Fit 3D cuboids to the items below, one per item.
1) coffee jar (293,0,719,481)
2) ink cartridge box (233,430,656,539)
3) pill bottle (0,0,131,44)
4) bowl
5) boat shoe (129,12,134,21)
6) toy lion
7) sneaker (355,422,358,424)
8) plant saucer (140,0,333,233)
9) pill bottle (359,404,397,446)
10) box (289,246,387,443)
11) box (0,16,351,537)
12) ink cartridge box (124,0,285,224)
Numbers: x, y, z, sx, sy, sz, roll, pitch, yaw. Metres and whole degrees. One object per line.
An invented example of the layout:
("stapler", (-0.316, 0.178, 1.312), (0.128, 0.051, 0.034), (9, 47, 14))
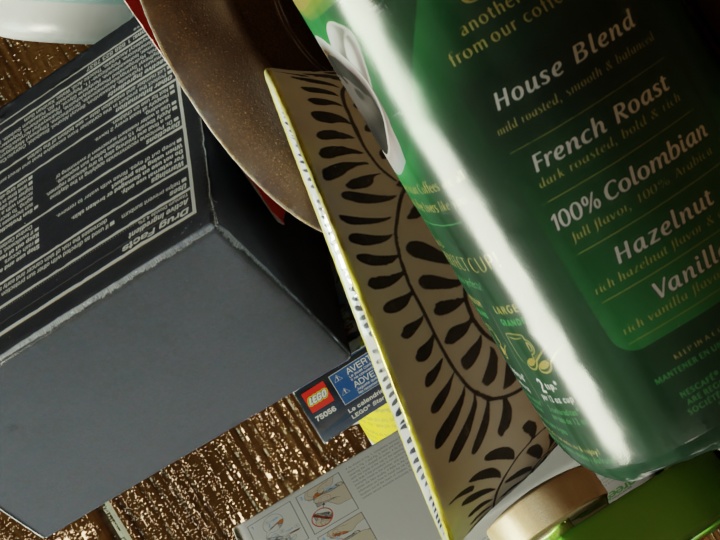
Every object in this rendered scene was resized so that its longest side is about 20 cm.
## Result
("coffee jar", (0.043, -0.051, 0.417), (0.200, 0.085, 0.104), (58, 179, -10))
("ink cartridge box", (0.062, 0.160, 0.843), (0.084, 0.200, 0.176), (55, 173, 48))
("pill bottle", (-0.173, -0.241, 0.966), (0.111, 0.110, 0.201), (-137, 49, -72))
("bowl", (0.040, -0.001, 0.624), (0.201, 0.094, 0.201), (159, 90, -89))
("boat shoe", (-0.099, -0.169, 0.954), (0.072, 0.070, 0.201), (66, -161, -10))
("toy lion", (0.095, 0.136, 0.694), (0.069, 0.191, 0.200), (55, 134, 16))
("sneaker", (0.000, 0.010, 1.060), (0.200, 0.073, 0.071), (-84, -26, -51))
("plant saucer", (-0.034, -0.110, 0.766), (0.200, 0.032, 0.201), (45, -153, -30))
("pill bottle", (0.054, 0.077, 0.961), (0.200, 0.111, 0.111), (60, 175, -27))
("box", (0.000, 0.000, 0.879), (0.040, 0.137, 0.200), (61, 174, -29))
("box", (-0.128, -0.004, 0.828), (0.123, 0.200, 0.199), (46, -159, -38))
("ink cartridge box", (-0.056, -0.125, 0.813), (0.162, 0.050, 0.200), (56, -168, -12))
